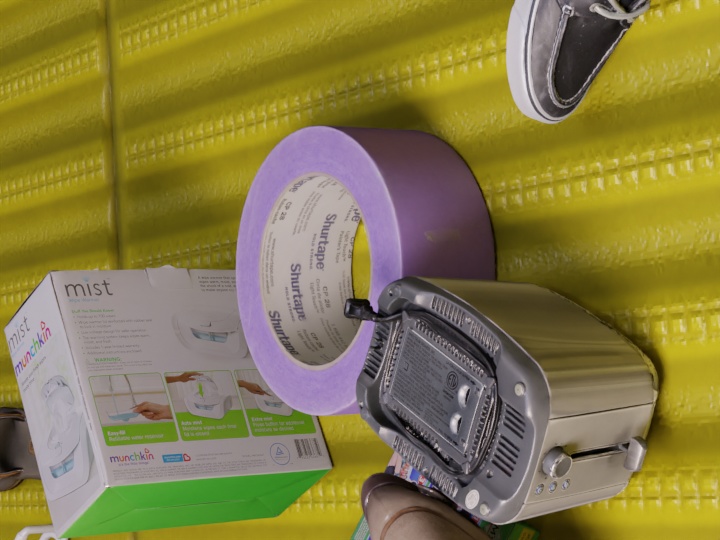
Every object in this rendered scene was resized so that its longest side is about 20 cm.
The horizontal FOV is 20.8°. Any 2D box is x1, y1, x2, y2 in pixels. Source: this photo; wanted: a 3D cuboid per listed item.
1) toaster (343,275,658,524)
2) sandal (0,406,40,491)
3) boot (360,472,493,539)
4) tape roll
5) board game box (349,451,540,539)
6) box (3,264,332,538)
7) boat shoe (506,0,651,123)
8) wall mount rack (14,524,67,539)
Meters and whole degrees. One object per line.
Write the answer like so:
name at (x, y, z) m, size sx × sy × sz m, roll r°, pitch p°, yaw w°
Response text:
toaster at (0.089, 0.073, 1.218) m, size 0.200 × 0.128 × 0.115 m, roll 35°, pitch 117°, yaw 47°
sandal at (-0.335, 0.171, 1.851) m, size 0.199 × 0.054 × 0.083 m, roll -5°, pitch 86°, yaw 53°
boot at (0.082, 0.201, 1.218) m, size 0.070 × 0.200 × 0.146 m, roll -44°, pitch 31°, yaw 0°
tape roll at (0.000, 0.000, 1.376) m, size 0.199 × 0.084 × 0.202 m, roll 1°, pitch 92°, yaw 54°
board game box at (0.028, 0.235, 1.332) m, size 0.134 × 0.029 × 0.201 m, roll 31°, pitch 95°, yaw 48°
box at (-0.144, 0.094, 1.474) m, size 0.097 × 0.199 × 0.178 m, roll -44°, pitch 57°, yaw 44°
boat shoe at (0.149, -0.180, 1.190) m, size 0.068 × 0.071 × 0.202 m, roll 36°, pitch 111°, yaw 49°
wall mount rack at (-0.283, 0.333, 1.765) m, size 0.200 × 0.074 × 0.175 m, roll 47°, pitch 126°, yaw 43°
